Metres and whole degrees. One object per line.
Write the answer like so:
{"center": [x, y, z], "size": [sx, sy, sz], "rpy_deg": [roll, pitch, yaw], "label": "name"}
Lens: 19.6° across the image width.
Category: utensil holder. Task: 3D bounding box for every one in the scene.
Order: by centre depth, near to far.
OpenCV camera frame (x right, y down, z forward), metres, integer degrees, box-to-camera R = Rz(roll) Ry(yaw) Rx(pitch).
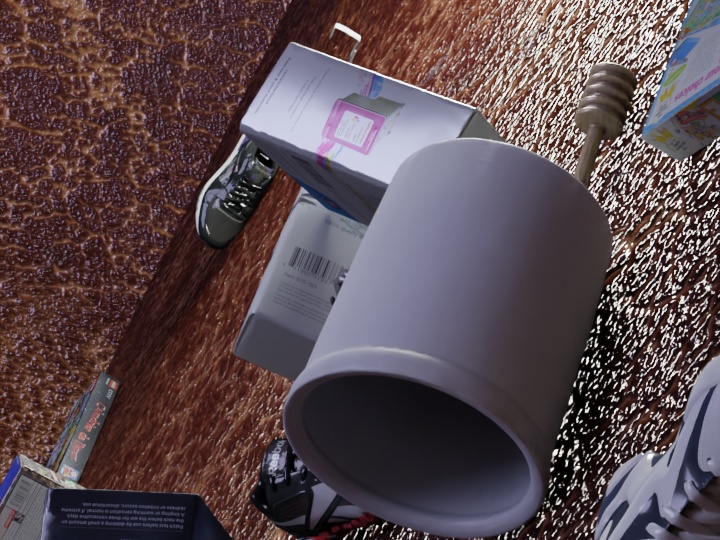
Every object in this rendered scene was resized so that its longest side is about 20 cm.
{"center": [0.062, 0.041, 1.334], "size": [0.170, 0.169, 0.201], "rpy_deg": [-46, 17, 51], "label": "utensil holder"}

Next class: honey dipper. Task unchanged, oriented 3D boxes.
{"center": [0.156, -0.058, 1.487], "size": [0.038, 0.038, 0.201], "rpy_deg": [-40, 27, 60], "label": "honey dipper"}

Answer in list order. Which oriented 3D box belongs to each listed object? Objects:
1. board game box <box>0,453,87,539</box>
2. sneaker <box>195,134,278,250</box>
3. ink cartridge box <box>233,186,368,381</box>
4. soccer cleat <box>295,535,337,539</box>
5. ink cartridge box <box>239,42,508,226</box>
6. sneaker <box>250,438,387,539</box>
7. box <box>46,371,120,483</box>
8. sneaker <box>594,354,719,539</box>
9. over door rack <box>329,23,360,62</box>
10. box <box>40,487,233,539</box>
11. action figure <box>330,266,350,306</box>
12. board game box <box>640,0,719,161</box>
{"center": [-0.306, 0.311, 2.179], "size": [0.160, 0.199, 0.097], "rpy_deg": [-61, 11, -3], "label": "board game box"}
{"center": [-0.163, -0.124, 2.907], "size": [0.201, 0.076, 0.087], "rpy_deg": [-64, 18, -13], "label": "sneaker"}
{"center": [0.000, 0.000, 1.725], "size": [0.083, 0.145, 0.201], "rpy_deg": [119, 175, -59], "label": "ink cartridge box"}
{"center": [-0.039, 0.229, 1.494], "size": [0.085, 0.069, 0.200], "rpy_deg": [-17, 3, -9], "label": "soccer cleat"}
{"center": [0.030, -0.081, 1.585], "size": [0.199, 0.144, 0.085], "rpy_deg": [26, 80, 39], "label": "ink cartridge box"}
{"center": [-0.022, 0.156, 1.591], "size": [0.200, 0.098, 0.071], "rpy_deg": [-42, 20, 54], "label": "sneaker"}
{"center": [-0.448, 0.272, 3.272], "size": [0.137, 0.038, 0.201], "rpy_deg": [-47, 19, 51], "label": "box"}
{"center": [0.157, 0.125, 0.946], "size": [0.199, 0.079, 0.130], "rpy_deg": [-46, 21, 53], "label": "sneaker"}
{"center": [-0.024, -0.152, 2.345], "size": [0.148, 0.066, 0.201], "rpy_deg": [-82, 3, -59], "label": "over door rack"}
{"center": [-0.160, 0.284, 1.523], "size": [0.200, 0.122, 0.200], "rpy_deg": [67, -153, -65], "label": "box"}
{"center": [0.041, 0.044, 1.546], "size": [0.200, 0.118, 0.103], "rpy_deg": [-169, 75, -71], "label": "action figure"}
{"center": [0.255, -0.161, 1.299], "size": [0.135, 0.034, 0.200], "rpy_deg": [-66, 13, -23], "label": "board game box"}
